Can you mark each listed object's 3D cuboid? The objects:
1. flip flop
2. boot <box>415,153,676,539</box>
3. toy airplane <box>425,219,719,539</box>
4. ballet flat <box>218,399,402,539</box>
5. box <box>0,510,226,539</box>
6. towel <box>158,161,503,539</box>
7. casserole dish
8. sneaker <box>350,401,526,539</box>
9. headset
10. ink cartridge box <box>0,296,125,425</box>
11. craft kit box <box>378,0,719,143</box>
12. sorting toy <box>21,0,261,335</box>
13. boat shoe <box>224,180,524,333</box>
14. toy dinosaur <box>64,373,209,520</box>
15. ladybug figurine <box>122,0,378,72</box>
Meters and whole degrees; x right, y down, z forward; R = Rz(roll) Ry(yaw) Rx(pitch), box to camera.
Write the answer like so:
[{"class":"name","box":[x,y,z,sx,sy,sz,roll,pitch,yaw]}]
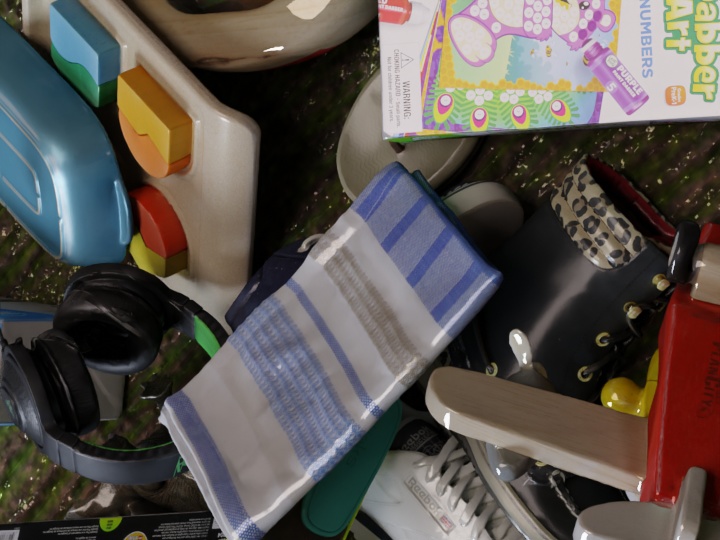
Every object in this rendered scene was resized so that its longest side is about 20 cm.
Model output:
[{"class":"flip flop","box":[0.052,-0.110,1.407,0.200,0.058,0.081,-41,67,31]},{"class":"boot","box":[0.125,0.056,1.344,0.154,0.073,0.204,-45,71,22]},{"class":"toy airplane","box":[0.159,0.091,1.248,0.200,0.199,0.141,56,158,22]},{"class":"ballet flat","box":[-0.043,0.140,1.359,0.067,0.067,0.200,9,68,50]},{"class":"box","box":[-0.116,0.179,1.501,0.200,0.110,0.035,-8,59,36]},{"class":"towel","box":[-0.020,0.042,1.349,0.200,0.024,0.147,-46,32,7]},{"class":"casserole dish","box":[-0.204,-0.078,1.559,0.200,0.039,0.121,45,149,37]},{"class":"sneaker","box":[0.052,0.132,1.385,0.200,0.076,0.081,34,133,31]},{"class":"headset","box":[-0.161,0.039,1.460,0.200,0.124,0.094,28,145,20]},{"class":"ink cartridge box","box":[-0.257,0.050,1.613,0.200,0.116,0.067,7,94,37]},{"class":"craft kit box","box":[0.105,-0.171,1.341,0.197,0.049,0.201,-3,88,17]},{"class":"sorting toy","box":[-0.138,-0.075,1.516,0.200,0.036,0.185,42,146,28]},{"class":"boat shoe","box":[0.000,0.000,1.443,0.200,0.075,0.093,-44,51,19]},{"class":"toy dinosaur","box":[-0.087,0.122,1.506,0.200,0.102,0.077,2,54,30]},{"class":"ladybug figurine","box":[-0.055,-0.174,1.474,0.200,0.072,0.136,4,78,38]}]
